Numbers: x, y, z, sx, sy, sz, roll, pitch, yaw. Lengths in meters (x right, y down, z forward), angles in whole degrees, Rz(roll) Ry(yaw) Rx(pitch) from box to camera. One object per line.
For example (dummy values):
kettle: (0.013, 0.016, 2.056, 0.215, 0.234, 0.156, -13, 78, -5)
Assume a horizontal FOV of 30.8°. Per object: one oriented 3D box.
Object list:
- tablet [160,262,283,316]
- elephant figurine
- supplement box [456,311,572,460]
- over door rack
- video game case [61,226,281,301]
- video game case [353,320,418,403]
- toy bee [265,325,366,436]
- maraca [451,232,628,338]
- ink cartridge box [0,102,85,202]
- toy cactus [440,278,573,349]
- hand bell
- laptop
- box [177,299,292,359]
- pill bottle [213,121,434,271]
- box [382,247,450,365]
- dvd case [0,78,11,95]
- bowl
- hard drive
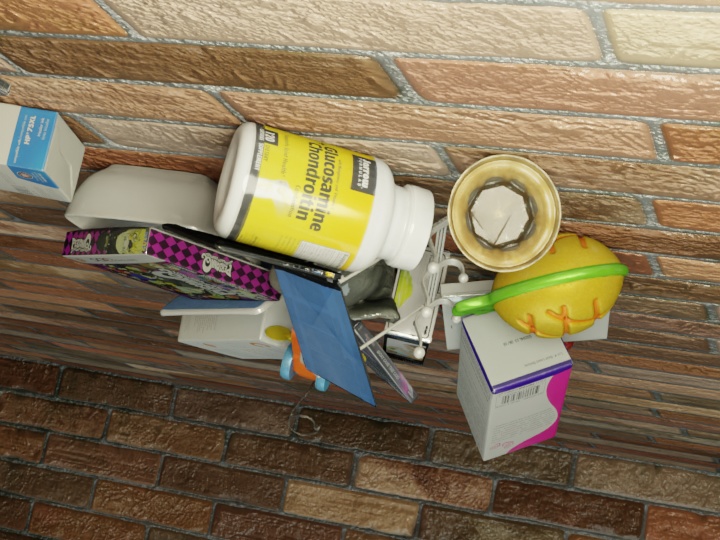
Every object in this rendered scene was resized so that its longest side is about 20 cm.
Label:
tablet: (-0.151, 0.022, 1.639, 0.198, 0.130, 0.014, -2, 119, 44)
elephant figurine: (0.000, 0.000, 1.521, 0.199, 0.142, 0.155, 17, -154, -51)
supplement box: (0.178, 0.130, 1.547, 0.100, 0.104, 0.201, -17, 149, -9)
over door rack: (0.034, 0.036, 1.401, 0.198, 0.067, 0.149, -21, 141, -24)
video game case: (-0.218, -0.006, 1.523, 0.199, 0.036, 0.180, 21, 166, -42)
video game case: (-0.007, 0.085, 1.707, 0.143, 0.019, 0.201, 40, 170, 40)
toy bee: (-0.065, 0.106, 1.703, 0.130, 0.109, 0.201, 30, 138, -5)
maraca: (0.191, 0.022, 1.396, 0.198, 0.109, 0.136, -18, 166, 36)
ink cartridge box: (-0.406, -0.135, 1.384, 0.197, 0.068, 0.116, 11, 167, 5)
toy cactus: (0.214, 0.060, 1.664, 0.198, 0.104, 0.164, 28, 151, -31)
hand bell: (0.128, -0.052, 1.270, 0.102, 0.106, 0.200, 11, -179, -1)
laptop: (-0.091, 0.040, 1.279, 0.197, 0.118, 0.187, 14, -179, -25)
box: (-0.145, 0.065, 1.821, 0.123, 0.099, 0.198, 19, 166, -40)
pill bottle: (-0.034, -0.064, 1.250, 0.197, 0.114, 0.112, 14, 168, -14)
box: (0.068, 0.045, 1.650, 0.059, 0.118, 0.200, 13, 170, 2)
dvd case: (-0.458, -0.201, 1.255, 0.197, 0.016, 0.148, 5, 167, 30)
bowl: (-0.219, -0.063, 1.522, 0.197, 0.076, 0.200, 8, 166, 19)
hard drive: (0.198, 0.050, 1.562, 0.196, 0.027, 0.132, -4, 149, 5)
